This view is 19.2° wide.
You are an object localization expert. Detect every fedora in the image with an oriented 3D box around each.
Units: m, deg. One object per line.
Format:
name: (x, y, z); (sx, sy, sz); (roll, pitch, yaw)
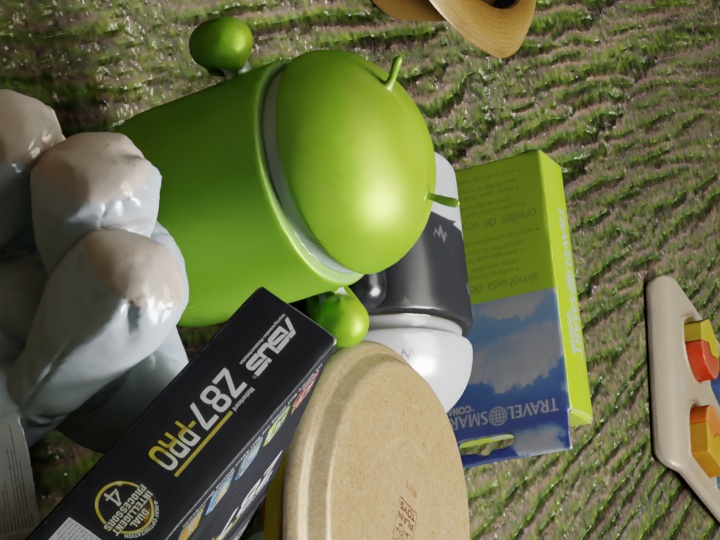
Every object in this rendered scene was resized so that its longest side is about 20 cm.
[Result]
fedora: (0.047, -0.231, 1.496); (0.201, 0.082, 0.201); (31, 51, -48)

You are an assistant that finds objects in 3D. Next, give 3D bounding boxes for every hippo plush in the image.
hippo plush: (-0.117, 0.027, 0.952); (0.161, 0.159, 0.200); (14, 64, -60)

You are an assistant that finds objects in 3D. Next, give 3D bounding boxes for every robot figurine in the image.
robot figurine: (-0.002, 0.000, 1.239); (0.150, 0.125, 0.200); (15, 63, -49)
robot figurine: (-0.050, -0.040, 1.068); (0.176, 0.200, 0.116); (67, 28, -9)

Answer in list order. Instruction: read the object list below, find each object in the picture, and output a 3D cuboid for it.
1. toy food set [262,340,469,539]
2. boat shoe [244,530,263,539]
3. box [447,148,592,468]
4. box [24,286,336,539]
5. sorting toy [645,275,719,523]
toy food set: (0.003, 0.131, 1.096); (0.200, 0.049, 0.198); (30, 59, -59)
boat shoe: (-0.056, 0.182, 1.098); (0.074, 0.067, 0.200); (67, 27, -16)
box: (0.081, 0.032, 1.381); (0.048, 0.122, 0.200); (28, 53, -59)
box: (-0.097, 0.121, 0.909); (0.049, 0.161, 0.200); (35, 49, 7)
sorting toy: (0.310, 0.122, 1.887); (0.200, 0.036, 0.185); (41, 42, -49)
